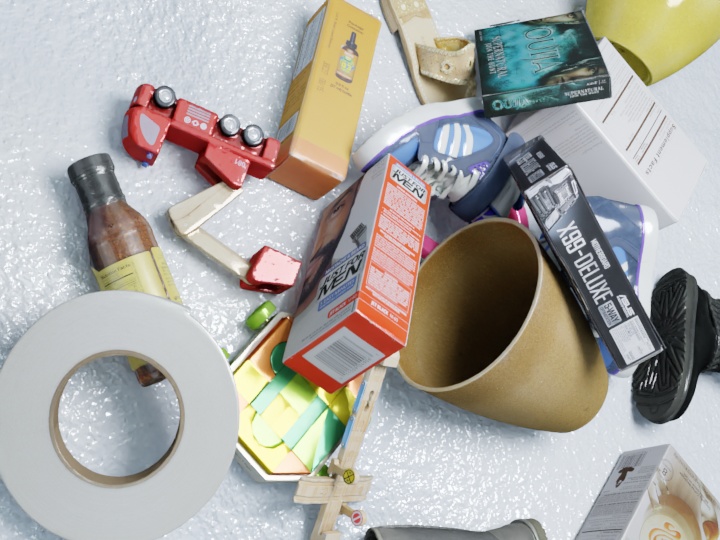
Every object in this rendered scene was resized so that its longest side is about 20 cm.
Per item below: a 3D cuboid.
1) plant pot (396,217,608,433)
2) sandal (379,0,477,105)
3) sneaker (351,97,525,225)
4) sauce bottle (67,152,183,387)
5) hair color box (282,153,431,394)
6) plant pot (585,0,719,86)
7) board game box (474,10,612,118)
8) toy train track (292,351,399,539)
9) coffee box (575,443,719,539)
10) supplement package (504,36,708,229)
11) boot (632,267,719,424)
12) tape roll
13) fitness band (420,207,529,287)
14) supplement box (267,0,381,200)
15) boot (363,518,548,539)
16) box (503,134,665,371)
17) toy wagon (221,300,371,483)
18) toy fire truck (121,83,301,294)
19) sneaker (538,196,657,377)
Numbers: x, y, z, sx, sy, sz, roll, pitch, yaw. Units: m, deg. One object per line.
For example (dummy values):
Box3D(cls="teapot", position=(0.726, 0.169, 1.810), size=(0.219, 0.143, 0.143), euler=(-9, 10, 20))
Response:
Box3D(cls="plant pot", position=(0.161, 0.081, 0.959), size=(0.199, 0.184, 0.189), euler=(38, 58, -34))
Box3D(cls="sandal", position=(0.096, -0.247, 1.070), size=(0.077, 0.069, 0.215), euler=(-29, 90, -33))
Box3D(cls="sneaker", position=(0.097, -0.092, 0.973), size=(0.198, 0.080, 0.148), euler=(-23, 80, -41))
Box3D(cls="sauce bottle", position=(-0.201, -0.002, 0.824), size=(0.065, 0.066, 0.204), euler=(-18, 84, -33))
Box3D(cls="hair color box", position=(0.000, 0.000, 0.879), size=(0.063, 0.110, 0.202), euler=(35, 43, -21))
Box3D(cls="plant pot", position=(0.365, -0.322, 1.198), size=(0.198, 0.200, 0.143), euler=(35, 85, -16))
Box3D(cls="board game box", position=(0.197, -0.233, 1.044), size=(0.202, 0.132, 0.029), euler=(-85, 164, -56))
Box3D(cls="toy train track", position=(0.000, 0.163, 0.854), size=(0.114, 0.032, 0.204), euler=(15, 94, -54))
Box3D(cls="coffee box", position=(0.300, 0.303, 1.010), size=(0.115, 0.079, 0.201), euler=(46, 58, -9))
Box3D(cls="supplement package", position=(0.292, -0.145, 1.121), size=(0.200, 0.121, 0.120), euler=(46, 55, -10))
Box3D(cls="boot", position=(0.422, 0.115, 1.140), size=(0.156, 0.079, 0.214), euler=(32, 61, -18))
Box3D(cls="tape roll", position=(-0.195, 0.117, 0.761), size=(0.198, 0.037, 0.208), euler=(0, 90, -11))
Box3D(cls="fitness band", position=(0.104, -0.063, 1.037), size=(0.198, 0.037, 0.146), euler=(28, 62, -22))
Box3D(cls="supplement box", position=(-0.036, -0.181, 0.975), size=(0.066, 0.069, 0.204), euler=(23, 66, -22))
Box3D(cls="boot", position=(0.104, 0.325, 0.895), size=(0.197, 0.072, 0.185), euler=(3, 59, -36))
Box3D(cls="box", position=(0.213, -0.022, 0.919), size=(0.049, 0.158, 0.202), euler=(-29, 104, 10))
Box3D(cls="toy wagon", position=(-0.054, 0.102, 0.891), size=(0.156, 0.039, 0.200), euler=(49, 57, -9))
Box3D(cls="toy fire truck", position=(-0.140, -0.074, 0.887), size=(0.197, 0.049, 0.144), euler=(21, 73, -17))
Box3D(cls="sneaker", position=(0.248, 0.018, 1.062), size=(0.143, 0.081, 0.205), euler=(3, 104, -5))
